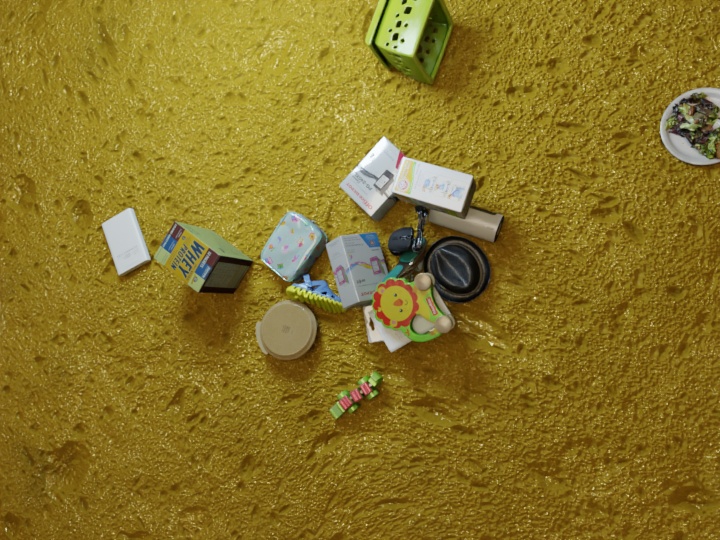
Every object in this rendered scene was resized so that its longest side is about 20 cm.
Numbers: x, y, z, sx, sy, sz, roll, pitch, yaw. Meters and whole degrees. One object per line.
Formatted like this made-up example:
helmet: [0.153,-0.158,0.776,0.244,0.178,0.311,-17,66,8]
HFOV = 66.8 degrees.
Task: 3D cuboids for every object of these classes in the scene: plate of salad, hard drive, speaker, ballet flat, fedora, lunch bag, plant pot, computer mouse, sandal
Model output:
plate of salad: [0.873,-0.369,1.383,0.200,0.048,0.201,-1,87,19]
hard drive: [0.138,0.123,1.528,0.200,0.026,0.132,-33,79,11]
speaker: [0.295,-0.146,1.540,0.200,0.081,0.081,20,93,19]
hard drive: [-0.826,-0.100,1.922,0.132,0.026,0.200,-26,79,15]
ballet flat: [0.137,-0.004,1.578,0.068,0.072,0.200,12,59,51]
fedora: [0.265,-0.006,1.532,0.200,0.092,0.201,-1,86,17]
lunch bag: [-0.207,-0.078,1.701,0.160,0.077,0.200,38,98,18]
plant pot: [0.135,-0.680,1.571,0.181,0.199,0.200,22,94,24]
computer mouse: [0.125,-0.115,1.544,0.046,0.200,0.141,13,85,-19]
sandal: [-0.122,0.066,1.667,0.200,0.080,0.087,20,61,9]

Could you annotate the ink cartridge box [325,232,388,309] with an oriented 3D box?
ink cartridge box: [0.000,0.000,1.583,0.085,0.144,0.200,-24,79,49]

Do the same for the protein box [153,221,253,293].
protein box: [-0.491,-0.035,1.725,0.198,0.200,0.135,34,97,17]

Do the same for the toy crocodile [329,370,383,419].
toy crocodile: [-0.012,0.370,1.615,0.200,0.062,0.068,-38,76,13]

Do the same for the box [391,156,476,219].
box: [0.200,-0.222,1.477,0.200,0.112,0.102,19,91,17]

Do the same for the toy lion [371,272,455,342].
toy lion: [0.133,0.105,1.486,0.191,0.069,0.200,-28,83,18]

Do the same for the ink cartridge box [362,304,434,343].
ink cartridge box: [0.117,0.139,1.585,0.200,0.067,0.116,-12,83,16]

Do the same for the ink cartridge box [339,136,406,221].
ink cartridge box: [0.059,-0.269,1.622,0.145,0.083,0.200,45,99,14]

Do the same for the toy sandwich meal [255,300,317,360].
toy sandwich meal: [-0.225,0.191,1.697,0.205,0.070,0.206,-3,76,12]
